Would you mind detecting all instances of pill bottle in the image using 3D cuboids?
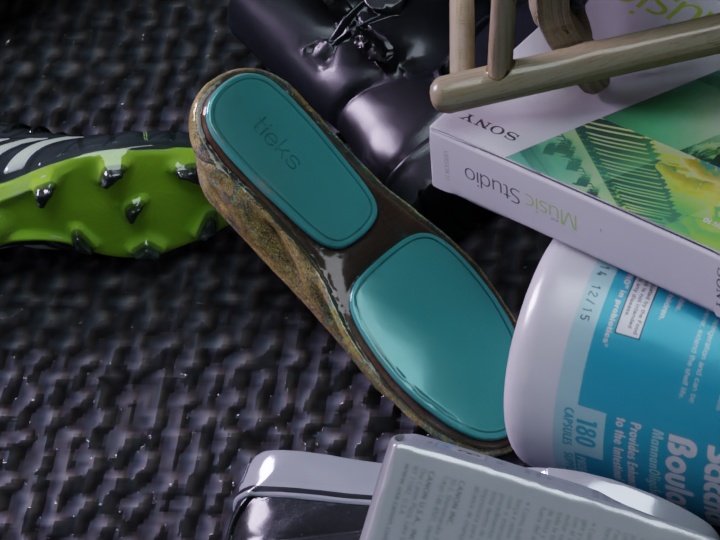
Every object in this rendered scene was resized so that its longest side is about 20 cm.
[{"bbox_3d":[0.164,0.049,0.924,0.200,0.111,0.111,16,60,22],"label":"pill bottle"}]

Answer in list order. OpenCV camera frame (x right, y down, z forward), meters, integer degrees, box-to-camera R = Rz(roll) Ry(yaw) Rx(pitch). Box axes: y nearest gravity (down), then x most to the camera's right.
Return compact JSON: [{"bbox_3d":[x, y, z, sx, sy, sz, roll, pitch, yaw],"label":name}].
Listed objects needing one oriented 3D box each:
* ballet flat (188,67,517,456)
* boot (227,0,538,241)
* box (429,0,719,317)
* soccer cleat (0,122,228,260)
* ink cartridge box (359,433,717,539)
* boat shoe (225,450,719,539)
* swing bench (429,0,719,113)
[{"bbox_3d":[0.000,0.000,1.015,0.071,0.071,0.200,-39,82,-16],"label":"ballet flat"},{"bbox_3d":[0.055,-0.122,1.089,0.200,0.076,0.168,-33,59,-5],"label":"boot"},{"bbox_3d":[0.142,-0.074,0.951,0.144,0.036,0.200,26,53,29],"label":"box"},{"bbox_3d":[-0.145,-0.041,1.085,0.200,0.068,0.081,-8,41,6],"label":"soccer cleat"},{"bbox_3d":[0.084,0.163,0.866,0.200,0.047,0.160,17,91,4],"label":"ink cartridge box"},{"bbox_3d":[0.037,0.115,0.927,0.199,0.074,0.068,7,58,18],"label":"boat shoe"},{"bbox_3d":[0.128,-0.167,0.939,0.200,0.130,0.199,1,43,1],"label":"swing bench"}]
